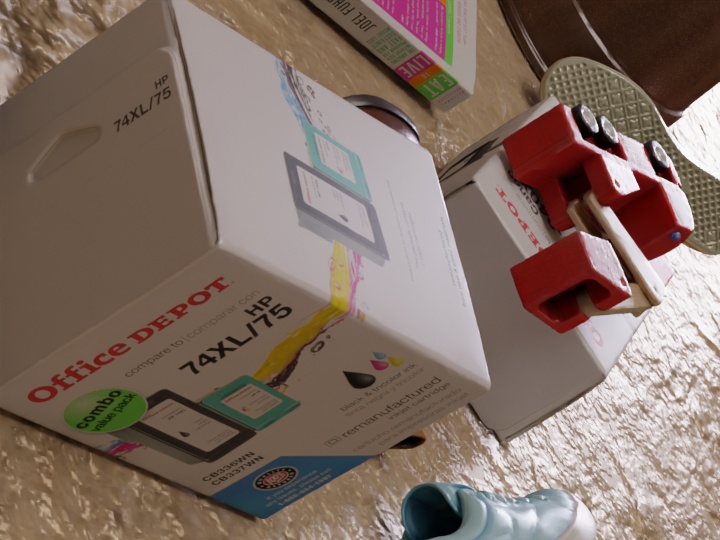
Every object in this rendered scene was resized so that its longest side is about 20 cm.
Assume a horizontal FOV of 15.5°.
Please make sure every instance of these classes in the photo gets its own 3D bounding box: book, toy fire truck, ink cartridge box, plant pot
[{"bbox_3d":[-0.002,-0.205,1.701,0.200,0.048,0.134,38,34,-34],"label":"book"},{"bbox_3d":[0.144,-0.023,1.552,0.200,0.049,0.141,20,45,-54],"label":"toy fire truck"},{"bbox_3d":[0.103,-0.005,1.613,0.145,0.083,0.200,56,25,-6],"label":"ink cartridge box"},{"bbox_3d":[-0.067,-0.002,1.224,0.200,0.147,0.146,28,39,-46],"label":"ink cartridge box"},{"bbox_3d":[0.234,-0.217,1.965,0.200,0.198,0.200,41,30,-31],"label":"plant pot"}]

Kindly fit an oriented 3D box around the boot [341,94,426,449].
[{"bbox_3d":[0.000,0.000,1.439,0.188,0.068,0.200,9,54,-59],"label":"boot"}]

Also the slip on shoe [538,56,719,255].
[{"bbox_3d":[0.199,-0.082,1.918,0.200,0.074,0.061,38,-4,-25],"label":"slip on shoe"}]

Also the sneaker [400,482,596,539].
[{"bbox_3d":[0.065,0.138,1.392,0.082,0.074,0.200,60,24,-2],"label":"sneaker"}]
